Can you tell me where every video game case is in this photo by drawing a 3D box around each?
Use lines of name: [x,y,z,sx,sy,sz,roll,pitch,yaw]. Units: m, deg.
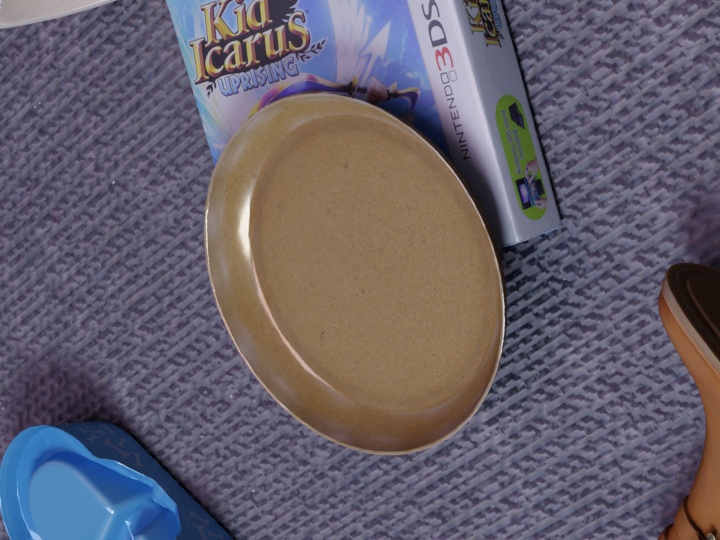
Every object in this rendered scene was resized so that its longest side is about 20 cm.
video game case: [-0.003,-0.090,1.235,0.199,0.045,0.183,-12,95,41]

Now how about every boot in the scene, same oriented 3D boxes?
boot: [0.181,0.110,1.131,0.201,0.073,0.155,55,134,16]

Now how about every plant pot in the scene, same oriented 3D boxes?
plant pot: [0.000,0.000,1.216,0.199,0.027,0.202,15,116,33]

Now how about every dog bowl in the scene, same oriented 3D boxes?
dog bowl: [-0.144,0.173,1.427,0.200,0.049,0.112,42,126,21]

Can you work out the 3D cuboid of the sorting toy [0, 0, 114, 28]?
sorting toy: [-0.147,-0.257,1.273,0.199,0.106,0.181,-24,80,41]
